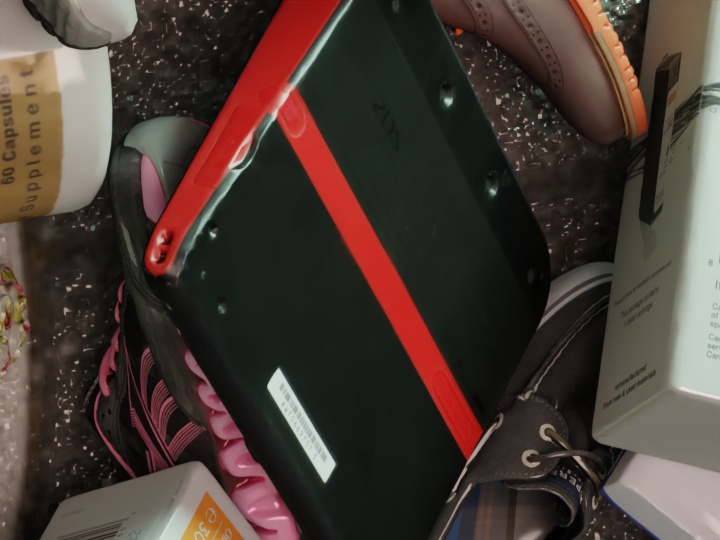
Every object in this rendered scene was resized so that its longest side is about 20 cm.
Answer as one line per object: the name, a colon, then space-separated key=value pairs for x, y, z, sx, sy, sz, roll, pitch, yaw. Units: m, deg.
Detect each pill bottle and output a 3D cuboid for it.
pill bottle: x=-0.195 y=-0.060 z=1.006 sx=0.200 sy=0.114 sz=0.114 roll=-11 pitch=101 yaw=-20

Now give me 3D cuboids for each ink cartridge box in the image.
ink cartridge box: x=0.179 y=-0.022 z=1.131 sx=0.144 sy=0.084 sz=0.200 roll=15 pitch=70 yaw=-14

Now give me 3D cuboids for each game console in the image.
game console: x=0.000 y=0.000 z=1.071 sx=0.177 sy=0.031 sz=0.200 roll=-59 pitch=138 yaw=-30

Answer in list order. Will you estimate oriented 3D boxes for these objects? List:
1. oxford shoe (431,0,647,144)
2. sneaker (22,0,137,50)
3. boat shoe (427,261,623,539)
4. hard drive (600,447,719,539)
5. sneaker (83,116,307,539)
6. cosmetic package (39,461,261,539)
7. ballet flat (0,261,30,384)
oxford shoe: x=0.031 y=-0.116 z=1.119 sx=0.073 sy=0.071 sz=0.200 roll=-41 pitch=102 yaw=-2
sneaker: x=-0.086 y=-0.169 z=0.970 sx=0.087 sy=0.075 sz=0.200 roll=-3 pitch=75 yaw=-11
boat shoe: x=0.063 y=0.087 z=1.154 sx=0.070 sy=0.066 sz=0.200 roll=40 pitch=82 yaw=-22
hard drive: x=0.198 y=0.049 z=1.179 sx=0.132 sy=0.025 sz=0.200 roll=39 pitch=65 yaw=-7
sneaker: x=-0.067 y=0.036 z=1.075 sx=0.079 sy=0.095 sz=0.200 roll=-51 pitch=134 yaw=-48
cosmetic package: x=-0.046 y=0.178 z=1.066 sx=0.200 sy=0.071 sz=0.101 roll=54 pitch=37 yaw=-24
ballet flat: x=-0.191 y=0.030 z=1.018 sx=0.200 sy=0.064 sz=0.076 roll=-16 pitch=82 yaw=-36
